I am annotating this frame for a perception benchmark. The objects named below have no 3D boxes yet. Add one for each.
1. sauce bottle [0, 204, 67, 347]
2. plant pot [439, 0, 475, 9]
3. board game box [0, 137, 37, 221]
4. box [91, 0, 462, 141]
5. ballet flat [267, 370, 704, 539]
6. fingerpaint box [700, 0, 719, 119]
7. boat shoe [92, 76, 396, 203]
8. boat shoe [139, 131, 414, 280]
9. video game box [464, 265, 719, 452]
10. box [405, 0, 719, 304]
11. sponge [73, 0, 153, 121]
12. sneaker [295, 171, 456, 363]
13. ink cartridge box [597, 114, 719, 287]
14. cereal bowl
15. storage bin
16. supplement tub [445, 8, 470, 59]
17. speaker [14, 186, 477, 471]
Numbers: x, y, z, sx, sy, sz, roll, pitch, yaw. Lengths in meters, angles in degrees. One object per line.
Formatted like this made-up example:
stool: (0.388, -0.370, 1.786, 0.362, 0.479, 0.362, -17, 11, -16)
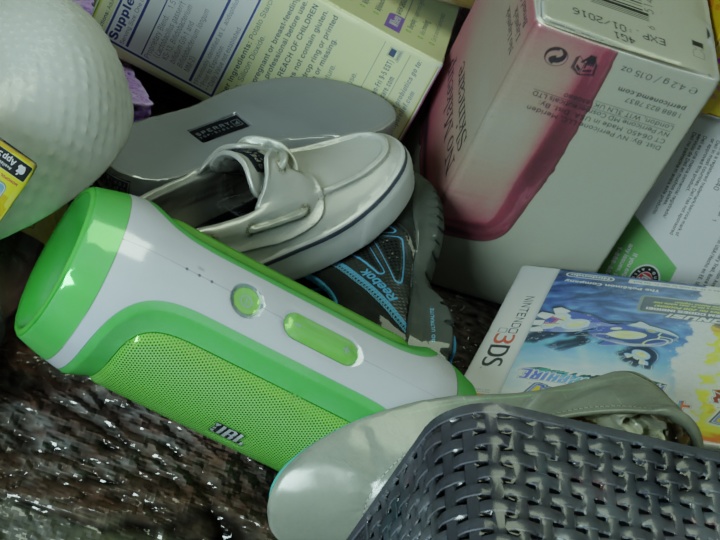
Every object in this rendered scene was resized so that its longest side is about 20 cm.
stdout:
sauce bottle: (-0.175, -0.007, 0.798, 0.066, 0.066, 0.200, 16, 30, -13)
plant pot: (0.073, -0.217, 1.110, 0.200, 0.028, 0.200, 11, 34, -7)
board game box: (-0.269, -0.020, 0.666, 0.200, 0.200, 0.062, 37, -3, -23)
box: (-0.047, -0.163, 1.078, 0.200, 0.097, 0.176, 28, 25, -5)
ballet flat: (0.060, 0.086, 0.724, 0.200, 0.067, 0.064, -11, 28, -25)
fingerpaint box: (0.274, -0.127, 1.005, 0.200, 0.073, 0.167, 17, 24, -12)
boat shoe: (-0.064, -0.054, 0.943, 0.200, 0.070, 0.071, -23, 49, -41)
boat shoe: (-0.056, -0.035, 0.860, 0.200, 0.066, 0.072, -26, 39, -25)
video game box: (0.159, 0.060, 0.876, 0.200, 0.047, 0.182, 6, 27, 15)
box: (0.107, -0.090, 0.975, 0.109, 0.200, 0.128, 16, 43, -12)
sponge: (-0.209, -0.149, 1.036, 0.111, 0.030, 0.200, 4, 35, -32)
sneaker: (0.000, 0.000, 0.902, 0.082, 0.073, 0.200, 12, 29, -11)
ink cartridge box: (0.246, -0.024, 1.037, 0.200, 0.145, 0.084, 18, 26, -10)
cereal bowl: (-0.211, -0.086, 0.795, 0.200, 0.083, 0.200, -9, 32, 6)
storage bin: (0.101, 0.141, 0.663, 0.200, 0.135, 0.094, 14, 47, -16)
supplement tub: (0.128, -0.149, 1.172, 0.132, 0.132, 0.200, 7, 34, -27)
speaker: (-0.049, 0.040, 0.759, 0.200, 0.088, 0.088, 28, 27, -19)
